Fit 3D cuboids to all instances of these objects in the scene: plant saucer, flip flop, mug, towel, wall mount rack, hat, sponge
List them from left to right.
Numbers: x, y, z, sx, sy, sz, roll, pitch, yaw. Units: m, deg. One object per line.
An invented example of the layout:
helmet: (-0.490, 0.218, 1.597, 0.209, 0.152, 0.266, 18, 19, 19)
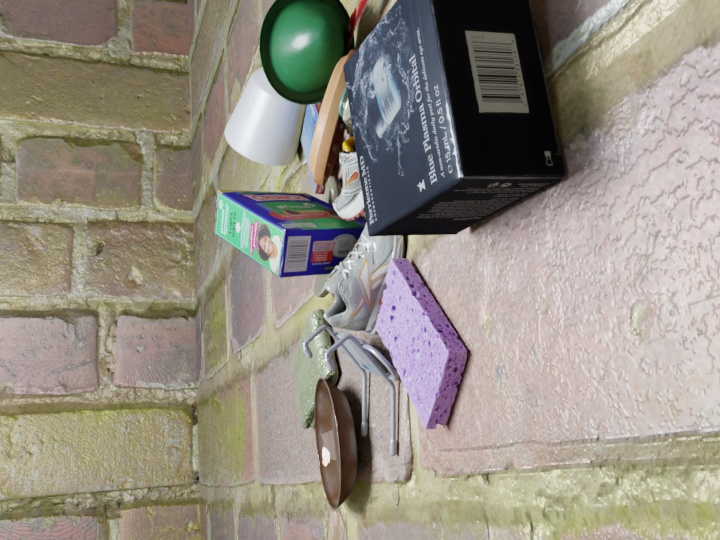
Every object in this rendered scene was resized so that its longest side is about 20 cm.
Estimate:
mug: (-0.178, -0.320, 1.500, 0.154, 0.147, 0.188, -64, 37, 34)
towel: (-0.085, 0.179, 1.371, 0.201, 0.036, 0.150, 114, 149, -48)
flip flop: (-0.065, -0.056, 1.290, 0.081, 0.057, 0.203, -143, 56, -65)
hat: (-0.041, -0.326, 1.116, 0.176, 0.164, 0.203, 34, 139, 52)
plant saucer: (-0.039, -0.227, 1.143, 0.200, 0.032, 0.203, 18, -91, -89)
plant saucer: (-0.038, 0.268, 1.211, 0.200, 0.036, 0.204, 177, 90, -76)
wall mount rack: (-0.001, 0.160, 1.088, 0.175, 0.074, 0.200, 53, 166, -14)
sponge: (0.070, 0.085, 0.953, 0.201, 0.029, 0.113, -117, 34, -53)

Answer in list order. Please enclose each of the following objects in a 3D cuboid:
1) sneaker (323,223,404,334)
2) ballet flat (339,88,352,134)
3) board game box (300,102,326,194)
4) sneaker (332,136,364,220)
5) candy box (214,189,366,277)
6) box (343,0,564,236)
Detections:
sneaker: (0.000, 0.000, 1.059, 0.076, 0.091, 0.203, -125, 41, -58)
ballet flat: (0.006, -0.218, 1.079, 0.200, 0.061, 0.068, -75, 3, -80)
board game box: (-0.077, -0.230, 1.360, 0.201, 0.019, 0.104, -107, 25, -52)
sneaker: (0.009, -0.139, 1.029, 0.082, 0.078, 0.200, 43, 144, 0)
candy box: (-0.099, -0.060, 1.155, 0.199, 0.167, 0.078, 27, 114, 47)
box: (0.081, -0.153, 0.765, 0.200, 0.116, 0.200, 151, 112, -63)
